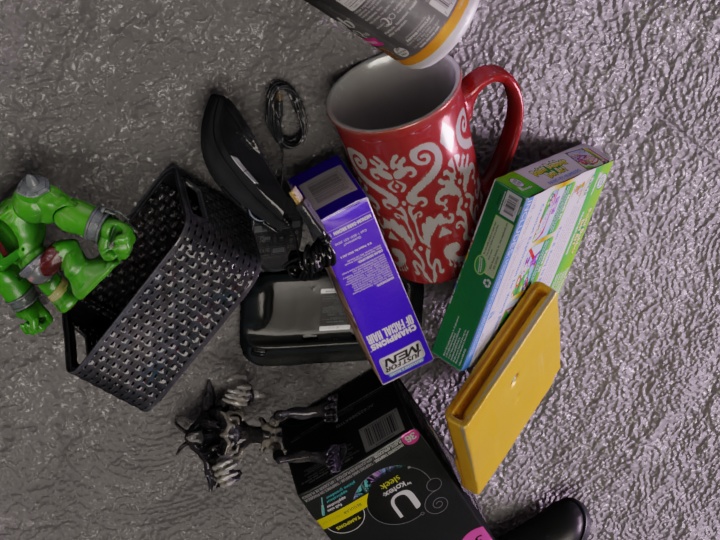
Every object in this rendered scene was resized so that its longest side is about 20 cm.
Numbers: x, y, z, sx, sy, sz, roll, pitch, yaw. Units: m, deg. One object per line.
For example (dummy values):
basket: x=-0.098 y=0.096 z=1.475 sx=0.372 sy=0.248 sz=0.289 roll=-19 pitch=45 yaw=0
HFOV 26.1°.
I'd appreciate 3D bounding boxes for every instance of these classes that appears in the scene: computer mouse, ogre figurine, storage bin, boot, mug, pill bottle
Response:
computer mouse: x=-0.084 y=-0.093 z=1.542 sx=0.058 sy=0.034 sz=0.202 roll=-5 pitch=116 yaw=-24
ogre figurine: x=-0.301 y=-0.021 z=1.473 sx=0.120 sy=0.200 sz=0.098 roll=44 pitch=64 yaw=-12
storage bin: x=-0.196 y=0.019 z=1.513 sx=0.093 sy=0.136 sz=0.200 roll=30 pitch=110 yaw=-28
boot: x=0.158 y=0.326 z=1.808 sx=0.198 sy=0.074 sz=0.162 roll=-42 pitch=142 yaw=19
mug: x=0.076 y=-0.099 z=1.510 sx=0.175 sy=0.134 sz=0.201 roll=-7 pitch=129 yaw=15
computer mouse: x=-0.095 y=-0.073 z=1.449 sx=0.046 sy=0.140 sz=0.201 roll=-31 pitch=97 yaw=-17
pill bottle: x=0.004 y=-0.277 z=1.396 sx=0.199 sy=0.117 sz=0.117 roll=29 pitch=110 yaw=-27

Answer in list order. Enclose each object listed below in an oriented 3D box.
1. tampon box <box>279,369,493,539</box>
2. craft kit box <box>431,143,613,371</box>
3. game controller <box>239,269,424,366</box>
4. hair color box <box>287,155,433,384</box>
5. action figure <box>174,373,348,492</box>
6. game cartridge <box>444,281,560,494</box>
tampon box: x=0.028 y=0.236 z=1.711 sx=0.149 sy=0.127 sz=0.201 roll=-31 pitch=123 yaw=5
craft kit box: x=0.165 y=-0.017 z=1.571 sx=0.197 sy=0.048 sz=0.202 roll=-20 pitch=136 yaw=-52
game controller: x=-0.029 y=0.048 z=1.641 sx=0.197 sy=0.042 sz=0.106 roll=-3 pitch=107 yaw=-13
hair color box: x=0.000 y=0.000 z=1.535 sx=0.064 sy=0.109 sz=0.201 roll=-27 pitch=120 yaw=-3
action figure: x=-0.118 y=0.168 z=1.617 sx=0.198 sy=0.120 sz=0.102 roll=-5 pitch=167 yaw=18
game cartridge: x=0.152 y=0.126 z=1.625 sx=0.177 sy=0.032 sz=0.201 roll=-54 pitch=159 yaw=-18
